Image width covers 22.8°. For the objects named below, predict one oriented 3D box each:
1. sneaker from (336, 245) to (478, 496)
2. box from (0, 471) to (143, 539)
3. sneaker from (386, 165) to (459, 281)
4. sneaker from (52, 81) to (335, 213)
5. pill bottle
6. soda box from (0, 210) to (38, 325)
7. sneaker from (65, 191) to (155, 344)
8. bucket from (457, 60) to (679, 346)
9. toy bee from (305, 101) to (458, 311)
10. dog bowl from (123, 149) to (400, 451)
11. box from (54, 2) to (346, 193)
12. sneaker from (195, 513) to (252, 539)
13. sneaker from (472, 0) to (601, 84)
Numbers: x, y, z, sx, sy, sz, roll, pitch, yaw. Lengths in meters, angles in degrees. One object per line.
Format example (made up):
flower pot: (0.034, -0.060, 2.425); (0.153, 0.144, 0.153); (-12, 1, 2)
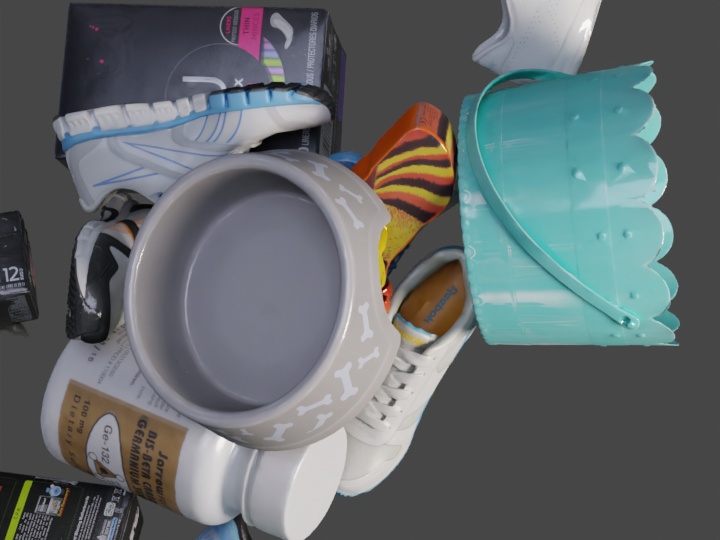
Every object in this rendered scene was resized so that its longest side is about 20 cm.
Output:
sneaker: (0.023, 0.069, 1.288); (0.076, 0.081, 0.201); (29, 85, 11)
box: (-0.271, 0.238, 1.271); (0.191, 0.048, 0.201); (4, 53, 10)
sneaker: (0.000, 0.000, 1.313); (0.199, 0.076, 0.106); (-25, 76, 9)
sneaker: (-0.111, -0.082, 1.247); (0.198, 0.075, 0.088); (-9, 95, 10)
pill bottle: (-0.116, 0.115, 1.265); (0.199, 0.114, 0.115); (20, 81, 21)
soda box: (-0.345, 0.012, 1.336); (0.198, 0.063, 0.071); (-9, 68, -7)
sneaker: (-0.160, -0.004, 1.280); (0.079, 0.200, 0.074); (13, 114, 1)
bucket: (0.146, -0.042, 1.239); (0.133, 0.207, 0.209); (-6, 77, 11)
toy bee: (0.004, -0.029, 1.237); (0.109, 0.199, 0.131); (44, 51, -23)
dog bowl: (-0.069, 0.015, 1.163); (0.198, 0.059, 0.202); (-4, 81, 27)
box: (-0.116, -0.125, 1.336); (0.198, 0.106, 0.123); (2, 79, 8)
sneaker: (-0.039, 0.238, 1.263); (0.199, 0.078, 0.090); (31, 80, 13)
sneaker: (0.138, -0.228, 1.293); (0.088, 0.075, 0.201); (12, 113, -11)
